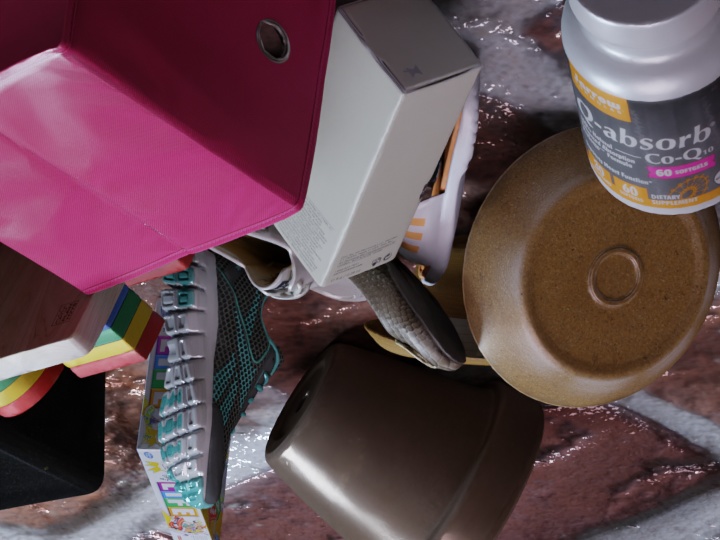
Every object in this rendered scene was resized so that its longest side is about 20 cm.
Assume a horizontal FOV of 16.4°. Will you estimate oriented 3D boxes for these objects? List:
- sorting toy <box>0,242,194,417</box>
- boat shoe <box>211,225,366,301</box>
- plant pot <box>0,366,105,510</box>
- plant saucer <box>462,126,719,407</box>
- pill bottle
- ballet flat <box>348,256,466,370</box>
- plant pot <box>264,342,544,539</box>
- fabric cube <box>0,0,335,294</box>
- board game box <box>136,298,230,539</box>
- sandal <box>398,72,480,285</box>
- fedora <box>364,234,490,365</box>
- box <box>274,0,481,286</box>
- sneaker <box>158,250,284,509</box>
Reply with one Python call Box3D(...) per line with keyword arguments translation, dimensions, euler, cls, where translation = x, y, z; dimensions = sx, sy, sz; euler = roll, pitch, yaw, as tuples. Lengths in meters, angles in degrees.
Box3D(translation=(-0.196, 0.006, 1.691), dimensions=(0.199, 0.200, 0.070), euler=(-16, 131, 43), cls="sorting toy")
Box3D(translation=(-0.060, -0.012, 1.822), dimensions=(0.071, 0.070, 0.200), euler=(-19, 142, 35), cls="boat shoe")
Box3D(translation=(-0.318, 0.063, 1.828), dimensions=(0.199, 0.200, 0.177), euler=(-13, 158, 28), cls="plant pot")
Box3D(translation=(0.167, 0.001, 1.704), dimensions=(0.200, 0.201, 0.035), euler=(21, -176, -25), cls="plant saucer")
Box3D(translation=(0.185, -0.131, 1.537), dimensions=(0.116, 0.117, 0.200), euler=(-3, 149, 13), cls="pill bottle")
Box3D(translation=(0.000, 0.000, 1.732), dimensions=(0.046, 0.200, 0.067), euler=(-44, 161, 10), cls="ballet flat")
Box3D(translation=(0.024, 0.147, 2.002), dimensions=(0.174, 0.200, 0.200), euler=(32, 144, -9), cls="plant pot")
Box3D(translation=(-0.158, -0.134, 1.503), dimensions=(0.200, 0.197, 0.199), euler=(-20, 140, 37), cls="fabric cube")
Box3D(translation=(-0.139, 0.130, 2.014), dimensions=(0.034, 0.135, 0.200), euler=(0, 150, 7), cls="board game box")
Box3D(translation=(0.043, -0.074, 1.704), dimensions=(0.059, 0.079, 0.207), euler=(7, 141, -2), cls="sandal")
Box3D(translation=(0.102, 0.018, 1.808), dimensions=(0.200, 0.082, 0.201), euler=(1, -173, 0), cls="fedora")
Box3D(translation=(0.004, -0.086, 1.626), dimensions=(0.068, 0.082, 0.200), euler=(-20, 153, -33), cls="box")
Box3D(translation=(-0.099, 0.080, 1.879), dimensions=(0.091, 0.200, 0.078), euler=(4, 176, -26), cls="sneaker")
